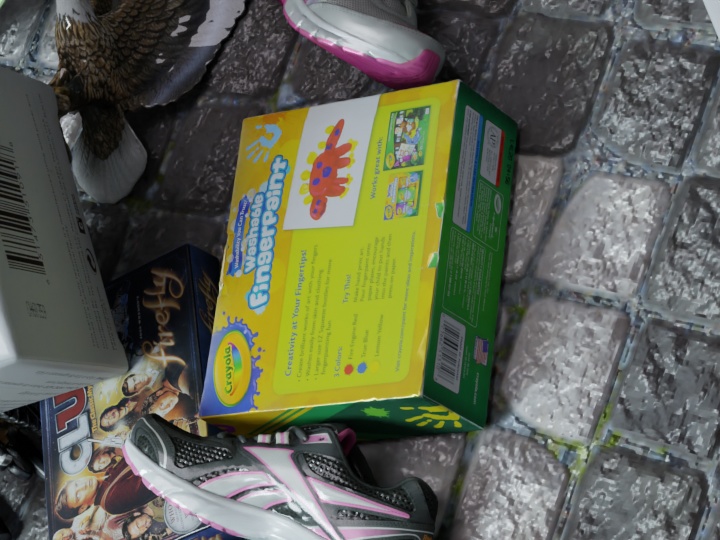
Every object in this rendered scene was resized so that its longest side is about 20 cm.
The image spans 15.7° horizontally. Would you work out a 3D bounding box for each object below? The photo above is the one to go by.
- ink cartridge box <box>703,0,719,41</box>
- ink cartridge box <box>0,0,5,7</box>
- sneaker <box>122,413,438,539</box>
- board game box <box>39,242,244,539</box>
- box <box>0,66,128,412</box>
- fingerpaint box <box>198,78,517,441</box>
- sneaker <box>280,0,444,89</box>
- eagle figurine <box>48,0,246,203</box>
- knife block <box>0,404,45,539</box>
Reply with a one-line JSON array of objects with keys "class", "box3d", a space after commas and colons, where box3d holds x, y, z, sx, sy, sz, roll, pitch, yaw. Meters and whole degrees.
[{"class": "ink cartridge box", "box3d": [0.261, -0.182, 1.440, 0.145, 0.083, 0.200, -32, 53, 23]}, {"class": "ink cartridge box", "box3d": [-0.307, -0.206, 1.884, 0.117, 0.067, 0.200, -55, 19, 5]}, {"class": "sneaker", "box3d": [-0.039, 0.123, 1.526, 0.200, 0.080, 0.086, 25, 88, 17]}, {"class": "board game box", "box3d": [-0.143, 0.098, 1.665, 0.135, 0.035, 0.200, -26, 56, 27]}, {"class": "box", "box3d": [-0.255, -0.015, 1.595, 0.131, 0.200, 0.199, -17, 82, 12]}, {"class": "fingerpaint box", "box3d": [0.000, 0.000, 1.571, 0.167, 0.073, 0.200, -8, 65, 35]}, {"class": "sneaker", "box3d": [-0.006, -0.186, 1.647, 0.088, 0.081, 0.200, -53, 48, 8]}, {"class": "eagle figurine", "box3d": [-0.173, -0.164, 1.771, 0.152, 0.151, 0.200, 32, 54, 4]}, {"class": "knife block", "box3d": [-0.291, 0.112, 1.756, 0.200, 0.064, 0.176, -12, 62, 34]}]
